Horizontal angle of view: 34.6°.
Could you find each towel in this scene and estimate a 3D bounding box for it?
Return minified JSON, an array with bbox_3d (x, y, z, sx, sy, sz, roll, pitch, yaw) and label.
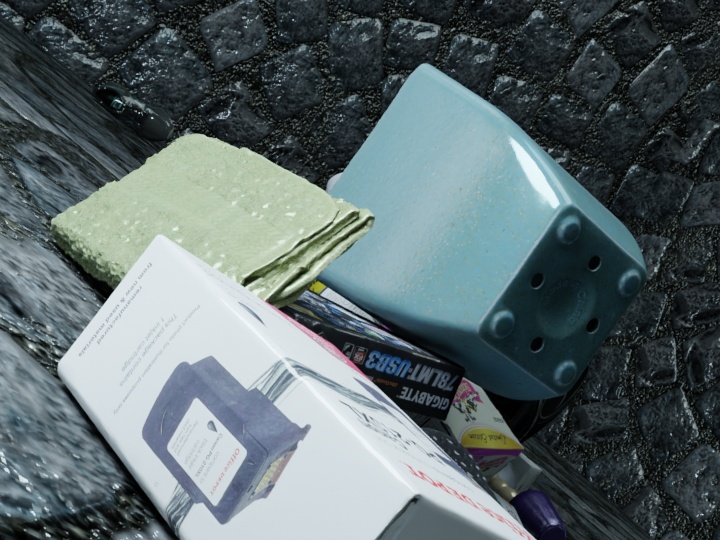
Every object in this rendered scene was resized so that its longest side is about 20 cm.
[{"bbox_3d":[-0.103,-0.025,0.762,0.199,0.148,0.037,26,-39,39],"label":"towel"}]

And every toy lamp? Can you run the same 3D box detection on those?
[{"bbox_3d":[0.136,0.216,1.155,0.058,0.058,0.200,38,3,-34],"label":"toy lamp"}]

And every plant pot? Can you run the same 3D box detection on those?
[{"bbox_3d":[0.103,-0.011,0.905,0.195,0.197,0.200,35,1,-35],"label":"plant pot"}]

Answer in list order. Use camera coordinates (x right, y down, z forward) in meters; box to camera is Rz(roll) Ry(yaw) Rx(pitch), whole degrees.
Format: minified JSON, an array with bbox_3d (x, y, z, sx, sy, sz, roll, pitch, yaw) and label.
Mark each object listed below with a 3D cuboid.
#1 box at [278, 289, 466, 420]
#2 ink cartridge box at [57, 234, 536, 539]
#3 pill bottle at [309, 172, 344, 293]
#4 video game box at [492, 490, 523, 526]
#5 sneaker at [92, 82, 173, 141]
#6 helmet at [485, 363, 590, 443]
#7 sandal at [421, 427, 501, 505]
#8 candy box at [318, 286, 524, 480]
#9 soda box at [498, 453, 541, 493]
[{"bbox_3d":[-0.054,0.037,0.842,0.199,0.050,0.198,25,3,40],"label":"box"},{"bbox_3d":[-0.021,0.089,0.505,0.200,0.085,0.145,40,2,42],"label":"ink cartridge box"},{"bbox_3d":[0.000,0.000,1.247,0.110,0.202,0.111,2,-21,1],"label":"pill bottle"},{"bbox_3d":[0.036,0.151,0.859,0.200,0.047,0.182,38,-1,1],"label":"video game box"},{"bbox_3d":[-0.497,-0.341,2.509,0.199,0.076,0.079,31,11,12],"label":"sneaker"},{"bbox_3d":[0.156,0.079,1.238,0.200,0.201,0.191,39,35,8],"label":"helmet"},{"bbox_3d":[0.071,0.177,0.713,0.075,0.045,0.200,26,20,-30],"label":"sandal"},{"bbox_3d":[0.049,0.100,1.062,0.136,0.061,0.201,15,37,-57],"label":"candy box"},{"bbox_3d":[0.104,0.181,1.294,0.200,0.064,0.068,39,1,23],"label":"soda box"}]
